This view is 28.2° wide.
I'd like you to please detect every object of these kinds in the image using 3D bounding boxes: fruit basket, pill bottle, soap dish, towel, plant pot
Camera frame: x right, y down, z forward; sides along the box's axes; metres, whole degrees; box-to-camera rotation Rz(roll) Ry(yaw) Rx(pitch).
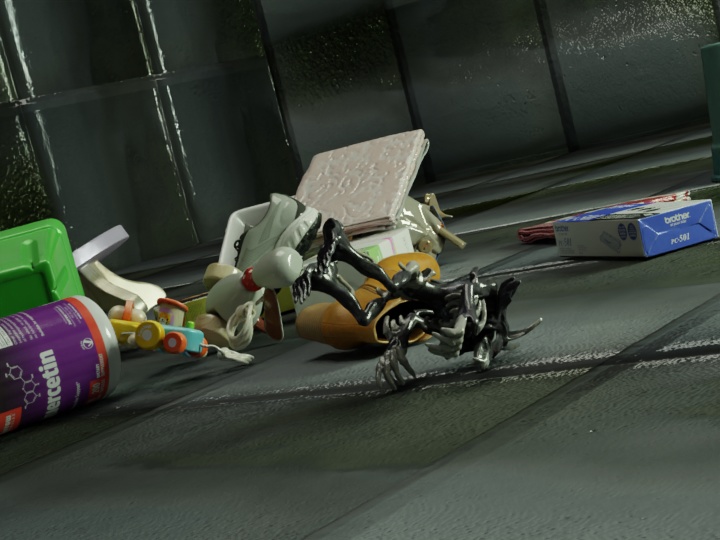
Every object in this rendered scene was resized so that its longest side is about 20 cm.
[{"bbox_3d":[-0.396,0.046,1.668,0.154,0.218,0.216,-15,6,-8],"label":"fruit basket"},{"bbox_3d":[-0.352,0.103,1.456,0.199,0.114,0.112,-19,7,-35],"label":"pill bottle"},{"bbox_3d":[-0.096,-0.030,2.006,0.198,0.082,0.158,-12,39,15],"label":"soap dish"},{"bbox_3d":[-0.012,-0.107,1.940,0.189,0.032,0.201,-12,36,28],"label":"towel"},{"bbox_3d":[0.324,-0.070,1.909,0.198,0.023,0.144,-14,3,-15],"label":"towel"},{"bbox_3d":[0.590,-0.250,2.093,0.198,0.198,0.200,-15,5,1],"label":"plant pot"}]

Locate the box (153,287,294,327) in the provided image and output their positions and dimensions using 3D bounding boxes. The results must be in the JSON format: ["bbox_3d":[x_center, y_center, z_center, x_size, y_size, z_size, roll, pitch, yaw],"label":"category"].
[{"bbox_3d":[-0.167,0.046,1.865,0.198,0.051,0.075,-15,5,-12],"label":"box"}]

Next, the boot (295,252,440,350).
[{"bbox_3d":[0.047,0.034,1.406,0.200,0.071,0.143,-23,16,-38],"label":"boot"}]

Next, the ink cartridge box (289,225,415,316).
[{"bbox_3d":[0.000,0.000,1.795,0.116,0.068,0.200,-13,6,22],"label":"ink cartridge box"}]

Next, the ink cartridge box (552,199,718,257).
[{"bbox_3d":[0.300,-0.046,1.590,0.093,0.045,0.200,-15,5,-19],"label":"ink cartridge box"}]

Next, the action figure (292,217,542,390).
[{"bbox_3d":[0.047,0.039,1.122,0.199,0.103,0.119,23,-38,-15],"label":"action figure"}]

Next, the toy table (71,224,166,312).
[{"bbox_3d":[-0.352,0.040,1.851,0.200,0.117,0.184,-39,3,-27],"label":"toy table"}]

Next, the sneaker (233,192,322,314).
[{"bbox_3d":[-0.129,-0.004,1.754,0.201,0.079,0.074,-55,-8,-1],"label":"sneaker"}]

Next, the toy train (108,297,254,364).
[{"bbox_3d":[-0.200,0.062,1.534,0.149,0.056,0.199,10,-6,-32],"label":"toy train"}]

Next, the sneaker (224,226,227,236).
[{"bbox_3d":[-0.232,-0.099,3.437,0.091,0.076,0.200,-1,21,37],"label":"sneaker"}]

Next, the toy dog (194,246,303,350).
[{"bbox_3d":[-0.112,0.036,1.621,0.096,0.133,0.200,26,-9,-26],"label":"toy dog"}]

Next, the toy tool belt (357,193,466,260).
[{"bbox_3d":[0.068,-0.051,2.009,0.122,0.126,0.200,13,1,-13],"label":"toy tool belt"}]
